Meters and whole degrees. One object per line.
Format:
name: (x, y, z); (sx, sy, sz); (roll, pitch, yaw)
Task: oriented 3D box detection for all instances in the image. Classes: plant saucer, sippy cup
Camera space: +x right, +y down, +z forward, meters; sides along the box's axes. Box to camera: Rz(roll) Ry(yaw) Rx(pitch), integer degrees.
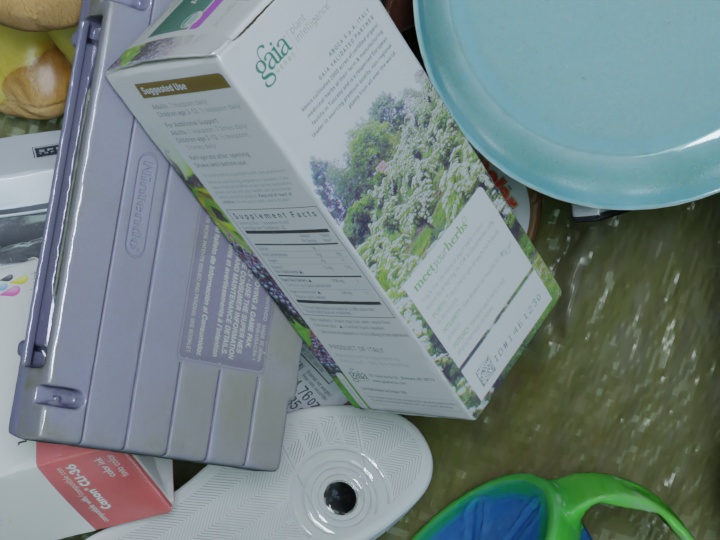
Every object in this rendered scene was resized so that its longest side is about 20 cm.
plant saucer: (0.118, -0.122, 0.647); (0.199, 0.027, 0.201); (-3, 116, -7)
sippy cup: (0.087, 0.192, 0.777); (0.130, 0.140, 0.178); (44, 132, -16)

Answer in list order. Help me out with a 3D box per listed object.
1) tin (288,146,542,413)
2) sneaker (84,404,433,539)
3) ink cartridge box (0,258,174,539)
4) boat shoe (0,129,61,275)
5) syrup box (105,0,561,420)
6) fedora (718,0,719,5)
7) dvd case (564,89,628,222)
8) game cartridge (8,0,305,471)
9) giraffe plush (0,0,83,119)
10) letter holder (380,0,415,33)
tin: (0.000, 0.000, 0.769); (0.200, 0.042, 0.112); (-39, 131, 2)
sneaker: (-0.065, 0.134, 0.784); (0.199, 0.112, 0.073); (-22, 74, -22)
ink cartridge box: (-0.192, 0.071, 0.738); (0.199, 0.068, 0.117); (-15, 52, 10)
boat shoe: (-0.116, -0.030, 0.771); (0.199, 0.072, 0.068); (-8, 117, -11)
syrup box: (-0.007, -0.034, 0.658); (0.079, 0.081, 0.200); (-52, 121, -28)
fedora: (0.208, -0.168, 0.739); (0.200, 0.092, 0.201); (-10, 109, -30)
dvd case: (0.128, -0.132, 0.742); (0.017, 0.142, 0.201); (-4, 98, 38)
game cartridge: (-0.074, -0.020, 0.673); (0.129, 0.038, 0.201); (16, 80, -45)
giraffe plush: (-0.139, -0.163, 0.706); (0.172, 0.162, 0.200); (-36, 97, 2)
letter holder: (0.025, -0.218, 0.671); (0.100, 0.142, 0.201); (30, 120, 16)
